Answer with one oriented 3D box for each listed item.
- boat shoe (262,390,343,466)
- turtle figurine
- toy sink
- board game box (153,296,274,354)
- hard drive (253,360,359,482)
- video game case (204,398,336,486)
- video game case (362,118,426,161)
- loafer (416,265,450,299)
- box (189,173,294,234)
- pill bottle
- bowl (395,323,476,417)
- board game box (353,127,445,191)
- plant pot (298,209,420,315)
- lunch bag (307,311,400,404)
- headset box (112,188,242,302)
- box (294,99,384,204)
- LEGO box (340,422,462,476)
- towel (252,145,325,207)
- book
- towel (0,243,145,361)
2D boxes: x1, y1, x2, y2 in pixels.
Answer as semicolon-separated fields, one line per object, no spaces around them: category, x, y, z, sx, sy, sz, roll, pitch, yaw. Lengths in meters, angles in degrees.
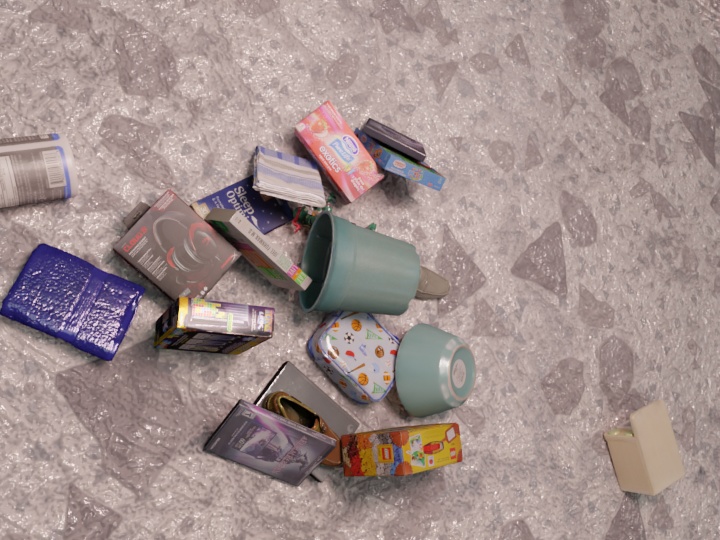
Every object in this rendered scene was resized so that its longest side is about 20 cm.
boat shoe;-0.098;0.303;1.207;0.200;0.068;0.072;40;60;-15
turtle figurine;-0.068;-0.112;1.360;0.199;0.101;0.150;22;23;-8
toy sink;0.705;0.438;1.618;0.130;0.112;0.202;-16;89;-30
board game box;-0.262;0.102;1.136;0.164;0.200;0.057;8;71;-27
hard drive;-0.112;0.296;1.261;0.200;0.033;0.140;44;61;-12
video game case;-0.164;0.318;1.173;0.199;0.143;0.019;29;30;-18
video game case;0.076;-0.292;1.424;0.142;0.200;0.019;26;106;-5
loafer;0.122;0.019;1.439;0.199;0.070;0.071;12;71;-25
box;-0.233;-0.120;1.309;0.199;0.032;0.122;-33;93;-32
pill bottle;-0.591;-0.163;1.080;0.199;0.114;0.115;-14;83;-30
bowl;0.172;0.212;1.354;0.200;0.104;0.203;6;82;-52
board game box;0.080;-0.248;1.421;0.150;0.200;0.037;16;110;-31
plant pot;0.000;0.000;1.265;0.195;0.200;0.202;12;71;-21
lunch bag;0.001;0.169;1.333;0.200;0.075;0.160;47;56;-10
headset box;-0.344;-0.040;1.186;0.200;0.075;0.149;43;75;-12
box;-0.047;-0.250;1.388;0.094;0.103;0.200;-38;95;-4
LEGO box;0.082;0.346;1.249;0.199;0.148;0.078;8;72;-49
towel;-0.145;-0.193;1.301;0.146;0.024;0.201;13;30;-17
book;-0.192;-0.042;1.220;0.200;0.133;0.048;45;73;-28
towel;-0.494;0.056;1.115;0.199;0.049;0.149;28;58;-19
